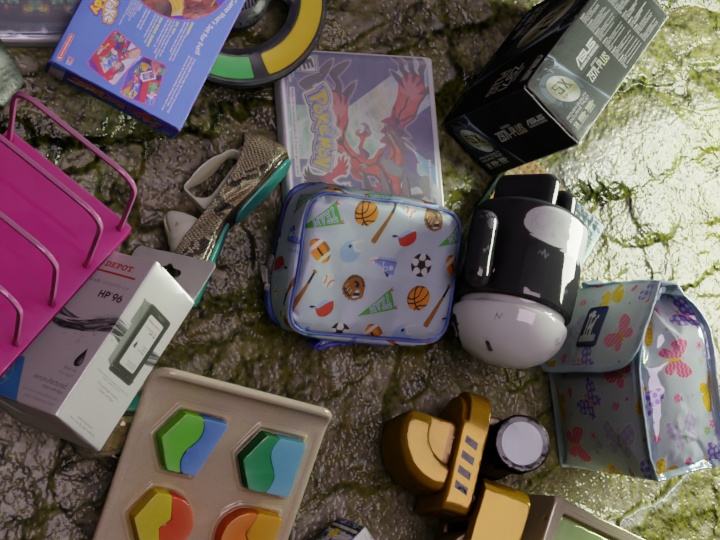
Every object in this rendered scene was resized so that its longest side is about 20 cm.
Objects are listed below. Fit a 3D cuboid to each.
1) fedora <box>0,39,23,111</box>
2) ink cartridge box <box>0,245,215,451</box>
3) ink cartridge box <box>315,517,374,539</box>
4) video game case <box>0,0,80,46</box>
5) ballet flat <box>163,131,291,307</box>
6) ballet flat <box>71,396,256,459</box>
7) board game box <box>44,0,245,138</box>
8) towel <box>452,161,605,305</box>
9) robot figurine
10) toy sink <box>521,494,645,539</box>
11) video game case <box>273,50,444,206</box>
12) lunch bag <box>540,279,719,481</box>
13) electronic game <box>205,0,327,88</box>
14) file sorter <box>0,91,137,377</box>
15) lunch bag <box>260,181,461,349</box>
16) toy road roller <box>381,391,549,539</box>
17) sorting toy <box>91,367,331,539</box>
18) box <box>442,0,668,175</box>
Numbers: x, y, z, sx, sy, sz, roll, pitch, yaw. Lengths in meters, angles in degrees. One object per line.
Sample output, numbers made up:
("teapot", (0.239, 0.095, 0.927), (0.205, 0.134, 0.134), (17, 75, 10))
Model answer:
("fedora", (-0.355, -0.146, 1.128), (0.201, 0.201, 0.092), (-45, 106, -26))
("ink cartridge box", (-0.230, 0.047, 1.190), (0.200, 0.116, 0.068), (-59, 138, -22))
("ink cartridge box", (-0.051, 0.341, 1.271), (0.200, 0.050, 0.109), (-42, 117, -25))
("video game case", (-0.343, -0.297, 1.246), (0.200, 0.023, 0.182), (-5, 85, -28))
("ballet flat", (-0.142, -0.055, 1.298), (0.075, 0.068, 0.200), (30, 63, 3))
("ballet flat", (-0.172, 0.147, 1.249), (0.200, 0.071, 0.071), (2, 81, -28))
("board game box", (-0.188, -0.244, 1.263), (0.134, 0.045, 0.200), (28, 78, -14))
("towel", (0.173, -0.016, 1.474), (0.147, 0.022, 0.200), (41, 65, -16))
("robot figurine", (0.161, 0.002, 1.384), (0.150, 0.125, 0.200), (18, 72, -13))
("toy sink", (0.234, 0.330, 1.398), (0.200, 0.112, 0.130), (29, 70, -21))
("video game case", (0.001, -0.127, 1.399), (0.182, 0.023, 0.200), (-1, 83, -28))
("lunch bag", (0.280, 0.110, 1.420), (0.127, 0.170, 0.200), (-7, 92, -27))
("electronic game", (-0.128, -0.275, 1.332), (0.200, 0.042, 0.200), (5, 77, -19))
("file sorter", (-0.295, -0.025, 1.097), (0.139, 0.125, 0.200), (39, 65, -2))
("lunch bag", (0.000, 0.000, 1.337), (0.200, 0.076, 0.160), (7, 96, -29))
("toy road roller", (0.087, 0.219, 1.341), (0.146, 0.123, 0.200), (18, 73, -9))
("sorting toy", (-0.133, 0.199, 1.224), (0.185, 0.036, 0.200), (18, 98, -28))
("box", (0.205, -0.212, 1.439), (0.086, 0.164, 0.200), (44, 66, -15))
